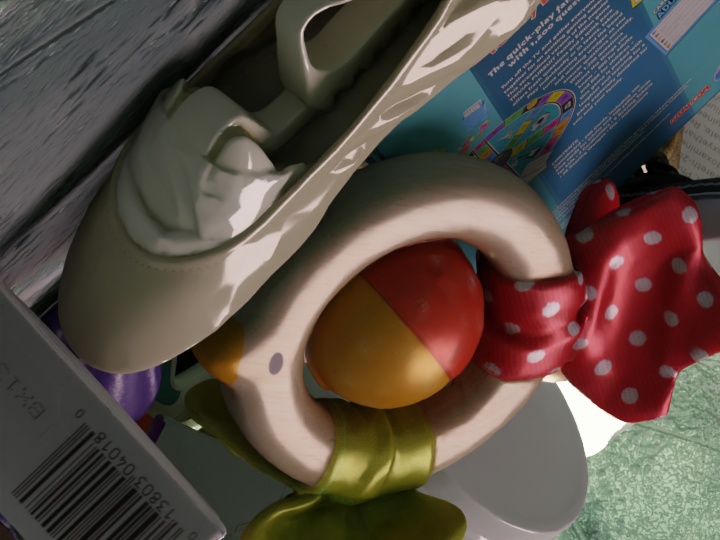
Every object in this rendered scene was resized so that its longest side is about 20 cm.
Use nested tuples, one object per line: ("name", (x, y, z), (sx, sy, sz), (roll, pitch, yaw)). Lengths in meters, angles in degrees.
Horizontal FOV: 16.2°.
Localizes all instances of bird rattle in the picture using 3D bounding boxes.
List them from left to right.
("bird rattle", (0.028, 0.028, 0.870), (0.199, 0.113, 0.163), (-33, 137, 7))

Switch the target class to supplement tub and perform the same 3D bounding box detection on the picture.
("supplement tub", (-0.008, 0.113, 1.163), (0.200, 0.145, 0.145), (-37, -178, 32))

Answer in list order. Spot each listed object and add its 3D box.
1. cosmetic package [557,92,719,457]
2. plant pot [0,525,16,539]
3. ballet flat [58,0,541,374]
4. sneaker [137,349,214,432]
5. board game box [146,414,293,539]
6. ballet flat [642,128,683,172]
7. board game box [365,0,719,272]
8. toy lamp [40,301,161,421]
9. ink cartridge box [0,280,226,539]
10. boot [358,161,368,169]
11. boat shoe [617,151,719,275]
("cosmetic package", (0.093, -0.033, 1.263), (0.201, 0.166, 0.167), (-61, -175, -24))
("plant pot", (-0.176, 0.184, 0.941), (0.178, 0.199, 0.200), (-57, 173, 20))
("ballet flat", (-0.025, -0.053, 0.766), (0.200, 0.069, 0.069), (-46, 178, -2))
("sneaker", (-0.075, 0.029, 1.194), (0.093, 0.070, 0.200), (-38, 179, 29))
("board game box", (-0.084, 0.181, 1.076), (0.105, 0.102, 0.201), (-65, 178, -57))
("ballet flat", (0.123, -0.121, 1.124), (0.071, 0.070, 0.201), (132, -32, -69))
("board game box", (0.063, -0.084, 0.897), (0.151, 0.047, 0.200), (-44, 154, -1))
("toy lamp", (-0.119, 0.064, 1.034), (0.058, 0.058, 0.200), (-42, 171, -31))
("ink cartridge box", (-0.098, 0.062, 0.842), (0.050, 0.109, 0.200), (-42, 179, -6))
("boot", (0.030, -0.080, 1.069), (0.200, 0.074, 0.155), (-39, 180, -38))
("boat shoe", (0.104, -0.018, 1.025), (0.200, 0.068, 0.057), (161, -63, -66))
